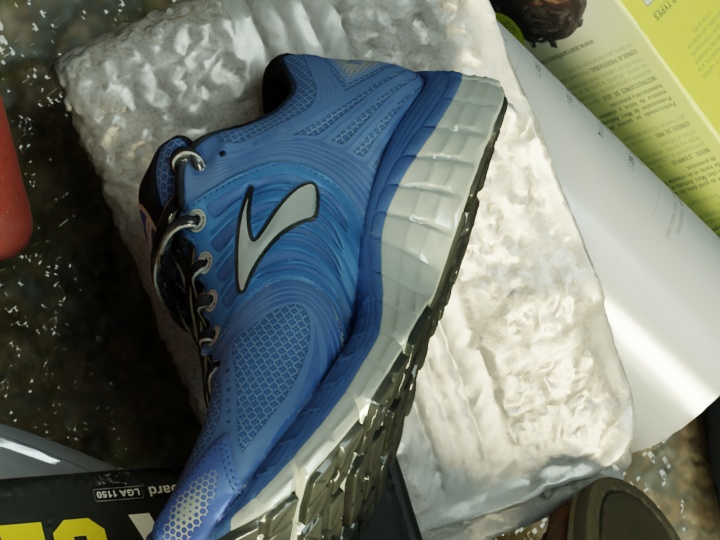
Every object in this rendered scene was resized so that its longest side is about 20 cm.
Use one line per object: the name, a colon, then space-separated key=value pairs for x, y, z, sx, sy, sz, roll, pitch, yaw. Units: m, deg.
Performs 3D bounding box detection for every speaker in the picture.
speaker: x=0.042 y=-0.030 z=0.950 sx=0.200 sy=0.081 sz=0.081 roll=42 pitch=62 yaw=-18

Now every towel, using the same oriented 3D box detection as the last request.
towel: x=0.000 y=0.000 z=0.892 sx=0.132 sy=0.034 sz=0.200 roll=-23 pitch=108 yaw=-3

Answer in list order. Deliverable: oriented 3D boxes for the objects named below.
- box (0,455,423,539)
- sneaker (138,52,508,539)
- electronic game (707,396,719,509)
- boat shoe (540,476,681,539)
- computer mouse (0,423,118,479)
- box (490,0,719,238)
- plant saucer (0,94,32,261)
box: x=-0.064 y=0.133 z=0.762 sx=0.200 sy=0.049 sz=0.160 roll=-2 pitch=59 yaw=-27
sneaker: x=-0.026 y=0.014 z=0.794 sx=0.089 sy=0.079 sz=0.200 roll=17 pitch=45 yaw=5
electronic game: x=0.208 y=0.061 z=1.057 sx=0.200 sy=0.042 sz=0.200 roll=7 pitch=77 yaw=-30
boat shoe: x=0.077 y=0.162 z=0.876 sx=0.072 sy=0.068 sz=0.200 roll=19 pitch=51 yaw=-42
computer mouse: x=-0.097 y=0.081 z=0.866 sx=0.200 sy=0.044 sz=0.110 roll=31 pitch=65 yaw=-23
box: x=0.085 y=-0.087 z=0.993 sx=0.200 sy=0.075 sz=0.050 roll=51 pitch=58 yaw=-12
plant saucer: x=-0.194 y=-0.058 z=0.765 sx=0.199 sy=0.037 sz=0.200 roll=-20 pitch=116 yaw=-18
